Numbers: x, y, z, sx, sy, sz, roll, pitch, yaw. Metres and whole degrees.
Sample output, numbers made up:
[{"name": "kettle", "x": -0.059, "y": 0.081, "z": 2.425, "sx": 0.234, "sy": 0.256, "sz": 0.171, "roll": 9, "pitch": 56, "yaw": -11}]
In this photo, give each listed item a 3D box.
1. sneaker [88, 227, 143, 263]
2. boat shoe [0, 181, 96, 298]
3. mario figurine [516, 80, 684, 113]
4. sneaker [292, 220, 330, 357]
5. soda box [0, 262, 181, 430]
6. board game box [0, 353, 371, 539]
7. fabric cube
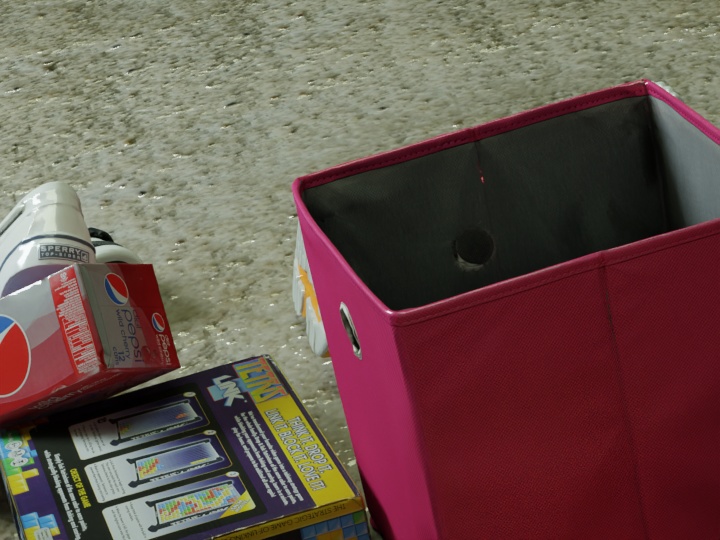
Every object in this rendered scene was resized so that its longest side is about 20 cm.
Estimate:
[{"name": "sneaker", "x": -0.246, "y": 0.022, "z": 1.549, "sx": 0.199, "sy": 0.073, "sz": 0.112, "roll": -13, "pitch": 18, "yaw": -24}, {"name": "boat shoe", "x": -0.201, "y": 0.015, "z": 1.413, "sx": 0.073, "sy": 0.066, "sz": 0.200, "roll": 10, "pitch": -31, "yaw": -27}, {"name": "mario figurine", "x": 0.172, "y": -0.081, "z": 1.512, "sx": 0.199, "sy": 0.106, "sz": 0.123, "roll": -6, "pitch": -12, "yaw": -5}, {"name": "sneaker", "x": 0.000, "y": 0.000, "z": 1.475, "sx": 0.077, "sy": 0.079, "sz": 0.200, "roll": -1, "pitch": 25, "yaw": -8}, {"name": "soda box", "x": -0.201, "y": 0.057, "z": 1.335, "sx": 0.200, "sy": 0.064, "sz": 0.070, "roll": -23, "pitch": -13, "yaw": 31}, {"name": "board game box", "x": -0.097, "y": 0.123, "z": 1.248, "sx": 0.165, "sy": 0.057, "sz": 0.200, "roll": -14, "pitch": 22, "yaw": -10}, {"name": "fabric cube", "x": 0.096, "y": 0.049, "z": 1.139, "sx": 0.199, "sy": 0.200, "sz": 0.196, "roll": -16, "pitch": 24, "yaw": -9}]
